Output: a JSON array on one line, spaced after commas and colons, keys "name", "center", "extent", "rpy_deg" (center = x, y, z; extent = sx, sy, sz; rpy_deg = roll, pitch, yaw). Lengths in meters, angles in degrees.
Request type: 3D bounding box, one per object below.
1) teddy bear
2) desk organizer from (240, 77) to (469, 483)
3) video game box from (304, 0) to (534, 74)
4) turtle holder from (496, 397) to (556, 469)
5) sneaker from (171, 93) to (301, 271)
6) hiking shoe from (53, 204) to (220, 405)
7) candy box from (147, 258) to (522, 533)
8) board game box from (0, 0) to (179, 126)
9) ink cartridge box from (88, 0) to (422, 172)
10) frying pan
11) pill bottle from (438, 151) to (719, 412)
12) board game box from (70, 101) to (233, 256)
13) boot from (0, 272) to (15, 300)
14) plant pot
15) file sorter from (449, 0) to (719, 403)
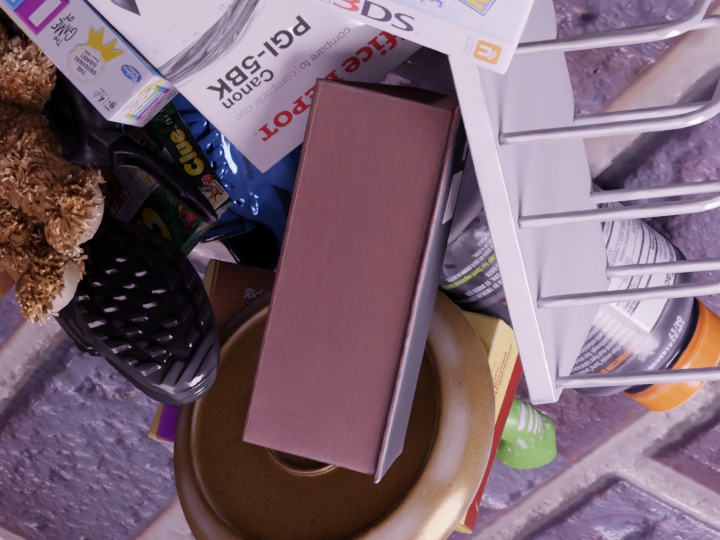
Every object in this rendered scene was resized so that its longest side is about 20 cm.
[{"name": "teddy bear", "center": [-0.207, -0.061, 1.401], "extent": [0.067, 0.200, 0.145], "rpy_deg": [-8, 152, -33]}, {"name": "desk organizer", "center": [0.000, 0.000, 1.294], "extent": [0.077, 0.072, 0.201], "rpy_deg": [14, 101, 8]}, {"name": "video game box", "center": [0.007, -0.191, 1.055], "extent": [0.182, 0.047, 0.200], "rpy_deg": [18, 140, 0]}, {"name": "turtle holder", "center": [0.022, 0.090, 1.611], "extent": [0.185, 0.141, 0.132], "rpy_deg": [-23, 161, -9]}, {"name": "sneaker", "center": [-0.082, -0.069, 1.471], "extent": [0.066, 0.079, 0.200], "rpy_deg": [-1, 139, 28]}, {"name": "hiking shoe", "center": [-0.138, 0.018, 1.456], "extent": [0.200, 0.076, 0.101], "rpy_deg": [47, 167, 35]}, {"name": "candy box", "center": [-0.013, 0.070, 1.434], "extent": [0.200, 0.117, 0.056], "rpy_deg": [12, 166, 27]}, {"name": "board game box", "center": [-0.180, -0.160, 1.302], "extent": [0.200, 0.034, 0.134], "rpy_deg": [47, -177, 1]}, {"name": "ink cartridge box", "center": [-0.062, -0.170, 1.267], "extent": [0.147, 0.083, 0.200], "rpy_deg": [-38, 123, 12]}, {"name": "frying pan", "center": [-0.155, -0.078, 1.448], "extent": [0.190, 0.031, 0.115], "rpy_deg": [56, 155, 12]}, {"name": "pill bottle", "center": [0.122, 0.004, 1.450], "extent": [0.200, 0.106, 0.106], "rpy_deg": [36, 141, -23]}, {"name": "board game box", "center": [-0.140, -0.046, 1.502], "extent": [0.105, 0.023, 0.200], "rpy_deg": [55, 152, 5]}, {"name": "boot", "center": [-0.312, -0.008, 1.587], "extent": [0.199, 0.156, 0.077], "rpy_deg": [11, 145, 13]}, {"name": "plant pot", "center": [-0.022, 0.086, 1.383], "extent": [0.199, 0.201, 0.027], "rpy_deg": [0, 159, 25]}, {"name": "file sorter", "center": [0.141, -0.057, 1.271], "extent": [0.124, 0.139, 0.200], "rpy_deg": [-6, 115, 21]}]
